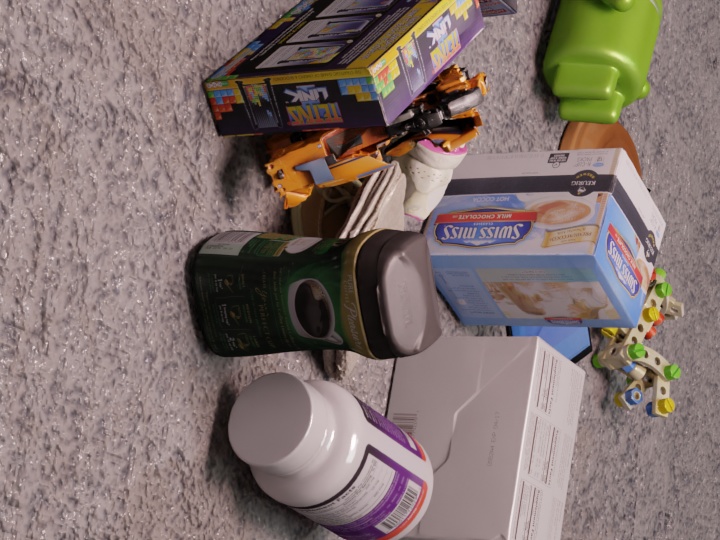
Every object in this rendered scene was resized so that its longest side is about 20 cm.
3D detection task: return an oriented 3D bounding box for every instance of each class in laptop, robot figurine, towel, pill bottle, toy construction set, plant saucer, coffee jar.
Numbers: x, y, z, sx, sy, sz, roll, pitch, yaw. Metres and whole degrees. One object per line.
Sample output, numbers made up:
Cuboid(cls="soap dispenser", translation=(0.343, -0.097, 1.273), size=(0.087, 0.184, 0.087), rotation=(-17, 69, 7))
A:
Cuboid(cls="laptop", translation=(0.246, 0.026, 2.103), size=(0.103, 0.200, 0.177), rotation=(51, 37, 7))
Cuboid(cls="robot figurine", translation=(0.017, -0.118, 1.615), size=(0.145, 0.200, 0.058), rotation=(-100, 170, -73))
Cuboid(cls="towel", translation=(0.000, 0.000, 1.697), size=(0.200, 0.034, 0.133), rotation=(91, 24, -56))
Cuboid(cls="pill bottle", translation=(-0.028, 0.160, 1.645), size=(0.200, 0.111, 0.112), rotation=(40, 57, -52))
Cuboid(cls="toy construction set", translation=(0.343, 0.071, 2.289), size=(0.131, 0.092, 0.200), rotation=(45, 40, -19))
Cuboid(cls="plant saucer", translation=(0.286, -0.093, 2.249), size=(0.200, 0.037, 0.200), rotation=(0, 91, -59))
Cuboid(cls="coffee jar", translation=(-0.033, 0.019, 1.549), size=(0.085, 0.200, 0.104), rotation=(-34, 119, -54))
Cuboid(cls="robot figurine", translation=(0.273, -0.261, 2.148), size=(0.176, 0.116, 0.200), rotation=(64, 37, -51))

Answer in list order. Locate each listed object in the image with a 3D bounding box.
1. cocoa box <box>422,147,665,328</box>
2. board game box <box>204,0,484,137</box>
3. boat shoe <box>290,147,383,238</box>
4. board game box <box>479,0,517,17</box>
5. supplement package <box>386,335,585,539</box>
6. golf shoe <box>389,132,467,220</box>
Cuboid(cls="cocoa box", translation=(0.180, -0.030, 1.909), size=(0.133, 0.200, 0.131), rotation=(54, 47, -45))
Cuboid(cls="board game box", translation=(-0.011, -0.183, 1.622), size=(0.200, 0.165, 0.057), rotation=(-47, 129, -48))
Cuboid(cls="boat shoe", translation=(-0.009, -0.097, 1.723), size=(0.073, 0.063, 0.201), rotation=(50, 48, -47))
Cuboid(cls="board game box", translation=(0.103, -0.353, 1.916), size=(0.200, 0.062, 0.200), rotation=(47, 51, -50))
Cuboid(cls="supplement package", translation=(0.112, 0.174, 1.837), size=(0.111, 0.156, 0.200), rotation=(35, 61, -52))
Cuboid(cls="golf shoe", translation=(0.051, -0.107, 1.791), size=(0.200, 0.075, 0.092), rotation=(-84, -167, -75))
